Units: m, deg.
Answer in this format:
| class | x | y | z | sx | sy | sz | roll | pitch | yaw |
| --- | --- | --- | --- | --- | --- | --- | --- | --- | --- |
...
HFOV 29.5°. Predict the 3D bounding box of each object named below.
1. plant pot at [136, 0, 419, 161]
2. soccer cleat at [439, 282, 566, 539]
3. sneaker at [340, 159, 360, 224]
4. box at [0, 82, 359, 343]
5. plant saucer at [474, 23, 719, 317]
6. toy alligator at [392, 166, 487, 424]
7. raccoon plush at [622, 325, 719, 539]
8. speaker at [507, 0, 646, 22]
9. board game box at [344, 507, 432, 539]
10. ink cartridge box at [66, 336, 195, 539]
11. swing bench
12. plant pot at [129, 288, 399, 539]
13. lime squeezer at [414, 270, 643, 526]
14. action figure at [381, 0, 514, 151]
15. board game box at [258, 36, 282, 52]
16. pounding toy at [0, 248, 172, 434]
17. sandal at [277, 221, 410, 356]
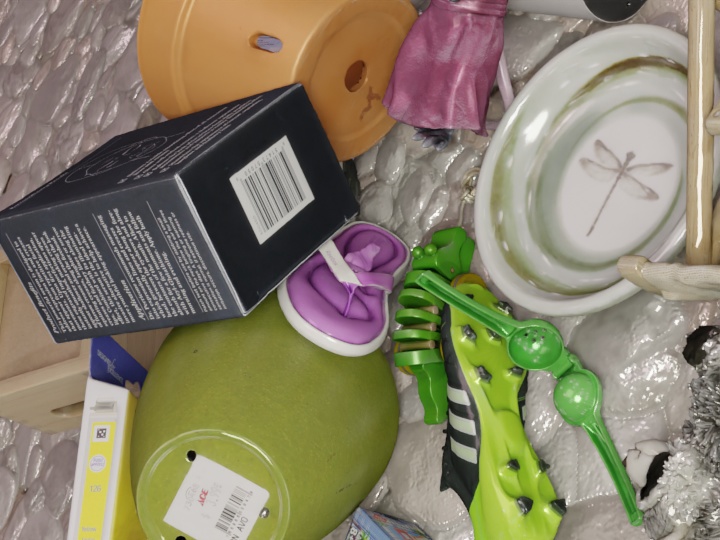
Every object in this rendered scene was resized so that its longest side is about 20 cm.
| class | x | y | z | sx | sy | sz | roll | pitch | yaw |
| --- | --- | --- | --- | --- | --- | --- | --- | --- | --- |
| plant pot | -0.048 | -0.171 | 1.035 | 0.140 | 0.200 | 0.200 | 32 | 96 | 36 |
| soccer cleat | 0.078 | 0.100 | 0.898 | 0.081 | 0.067 | 0.200 | -47 | 40 | 41 |
| sneaker | -0.064 | -0.007 | 1.075 | 0.085 | 0.074 | 0.200 | 21 | 90 | 14 |
| box | -0.131 | -0.038 | 0.964 | 0.200 | 0.107 | 0.148 | -8 | 24 | 39 |
| plant saucer | 0.162 | -0.060 | 0.890 | 0.200 | 0.050 | 0.200 | -27 | 51 | 39 |
| toy alligator | 0.053 | 0.009 | 0.979 | 0.059 | 0.054 | 0.200 | -10 | 64 | 47 |
| raccoon plush | 0.227 | 0.104 | 0.701 | 0.200 | 0.097 | 0.134 | 8 | 85 | 51 |
| speaker | 0.122 | -0.230 | 1.005 | 0.200 | 0.081 | 0.081 | 23 | 90 | 52 |
| board game box | 0.042 | 0.274 | 0.847 | 0.200 | 0.062 | 0.200 | 14 | 82 | 53 |
| ink cartridge box | -0.165 | 0.165 | 1.055 | 0.047 | 0.198 | 0.200 | -1 | 67 | 13 |
| swing bench | 0.266 | -0.067 | 0.713 | 0.199 | 0.130 | 0.200 | 6 | 81 | 50 |
| plant pot | -0.075 | 0.119 | 0.898 | 0.187 | 0.187 | 0.200 | -57 | 0 | 11 |
| lime squeezer | 0.121 | 0.067 | 0.855 | 0.038 | 0.071 | 0.200 | -44 | 78 | 15 |
| action figure | 0.082 | -0.185 | 0.941 | 0.134 | 0.149 | 0.200 | 30 | 113 | 42 |
| board game box | -0.080 | -0.109 | 1.210 | 0.200 | 0.041 | 0.200 | 14 | 82 | 51 |
| pounding toy | -0.267 | 0.052 | 1.297 | 0.200 | 0.142 | 0.184 | -18 | 58 | 32 |
| sandal | -0.007 | -0.003 | 0.970 | 0.203 | 0.082 | 0.050 | -67 | -1 | -67 |
